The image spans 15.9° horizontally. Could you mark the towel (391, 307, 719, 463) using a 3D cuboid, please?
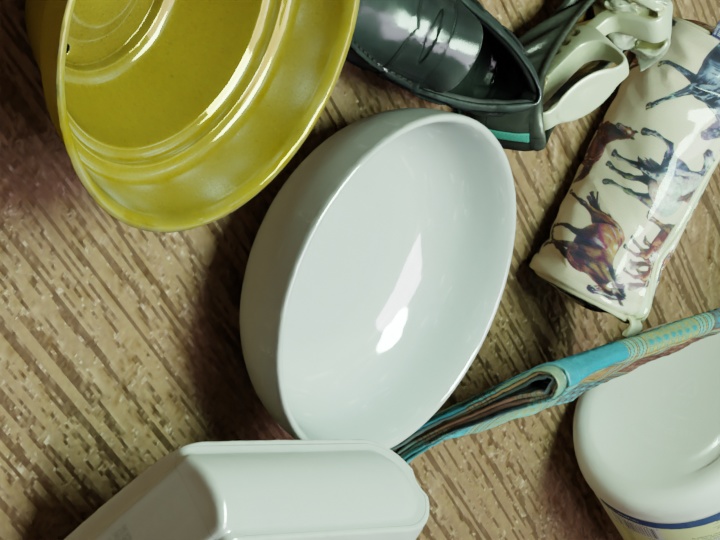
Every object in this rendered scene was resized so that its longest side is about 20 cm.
[{"bbox_3d":[0.124,0.069,1.567,0.200,0.147,0.022,-14,80,-50],"label":"towel"}]

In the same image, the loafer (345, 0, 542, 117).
[{"bbox_3d":[0.033,-0.129,1.367,0.200,0.070,0.068,24,90,-56],"label":"loafer"}]

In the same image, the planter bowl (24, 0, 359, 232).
[{"bbox_3d":[-0.093,-0.125,1.188,0.200,0.083,0.201,-30,133,-40],"label":"planter bowl"}]

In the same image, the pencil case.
[{"bbox_3d":[0.182,-0.060,1.594,0.078,0.089,0.200,34,83,-55],"label":"pencil case"}]

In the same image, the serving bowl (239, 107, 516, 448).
[{"bbox_3d":[0.000,0.000,1.405,0.200,0.066,0.201,-30,132,-40],"label":"serving bowl"}]

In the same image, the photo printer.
[{"bbox_3d":[-0.067,0.154,1.348,0.166,0.070,0.200,-42,155,28],"label":"photo printer"}]

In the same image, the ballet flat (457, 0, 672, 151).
[{"bbox_3d":[0.140,-0.134,1.509,0.200,0.068,0.068,-48,141,-25],"label":"ballet flat"}]

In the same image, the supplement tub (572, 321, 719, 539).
[{"bbox_3d":[0.236,0.140,1.737,0.145,0.145,0.200,-55,145,-15],"label":"supplement tub"}]
